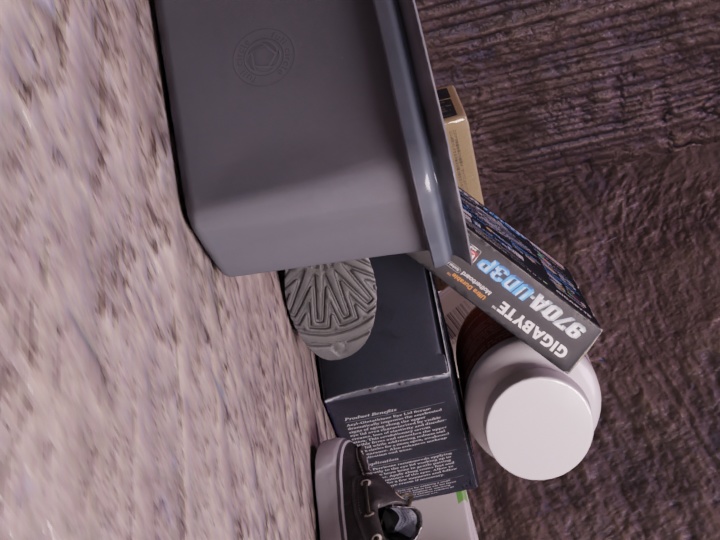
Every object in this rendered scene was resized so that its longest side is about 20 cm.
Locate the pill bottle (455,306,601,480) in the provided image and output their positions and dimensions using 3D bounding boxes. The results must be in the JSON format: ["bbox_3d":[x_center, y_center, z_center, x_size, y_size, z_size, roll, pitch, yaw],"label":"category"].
[{"bbox_3d":[0.138,0.095,1.243,0.200,0.111,0.113,-87,164,-75],"label":"pill bottle"}]

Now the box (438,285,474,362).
[{"bbox_3d":[0.075,0.083,1.570,0.078,0.095,0.200,51,-18,5],"label":"box"}]

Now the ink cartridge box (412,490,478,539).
[{"bbox_3d":[0.082,0.296,1.533,0.201,0.083,0.146,74,5,-45],"label":"ink cartridge box"}]

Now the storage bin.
[{"bbox_3d":[-0.027,-0.091,0.787,0.146,0.133,0.202,68,11,-69],"label":"storage bin"}]

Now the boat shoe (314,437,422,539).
[{"bbox_3d":[0.009,0.169,0.972,0.200,0.066,0.071,-93,170,-68],"label":"boat shoe"}]

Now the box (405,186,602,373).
[{"bbox_3d":[0.086,-0.018,1.157,0.199,0.046,0.159,36,12,-12],"label":"box"}]

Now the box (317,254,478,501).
[{"bbox_3d":[0.028,0.086,1.264,0.201,0.103,0.149,72,7,-52],"label":"box"}]

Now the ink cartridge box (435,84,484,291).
[{"bbox_3d":[0.042,-0.069,1.527,0.075,0.163,0.201,-103,179,-53],"label":"ink cartridge box"}]

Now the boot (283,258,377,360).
[{"bbox_3d":[-0.033,-0.038,1.140,0.200,0.065,0.166,-106,-176,-77],"label":"boot"}]
